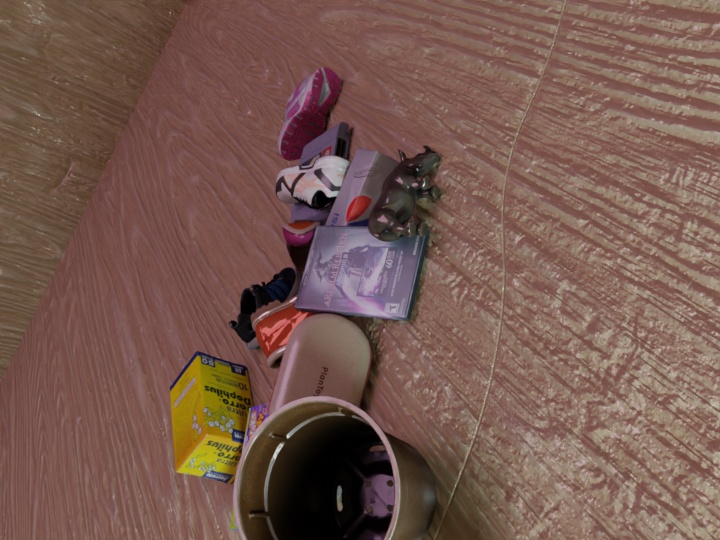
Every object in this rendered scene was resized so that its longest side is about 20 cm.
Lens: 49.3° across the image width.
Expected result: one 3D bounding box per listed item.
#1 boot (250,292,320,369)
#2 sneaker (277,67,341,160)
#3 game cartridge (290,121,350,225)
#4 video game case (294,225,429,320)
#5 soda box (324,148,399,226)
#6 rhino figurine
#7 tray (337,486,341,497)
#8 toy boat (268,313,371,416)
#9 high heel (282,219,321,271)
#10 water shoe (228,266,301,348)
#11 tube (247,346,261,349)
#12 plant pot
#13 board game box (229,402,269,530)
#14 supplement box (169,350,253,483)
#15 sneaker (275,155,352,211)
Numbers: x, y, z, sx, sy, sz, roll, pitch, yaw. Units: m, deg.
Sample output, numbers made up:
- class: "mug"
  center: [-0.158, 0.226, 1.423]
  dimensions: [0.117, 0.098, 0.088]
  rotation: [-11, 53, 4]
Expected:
- class: "boot"
  center: [-0.076, 0.083, 1.253]
  dimensions: [0.200, 0.075, 0.107]
  rotation: [-29, 53, 13]
- class: "sneaker"
  center: [-0.113, -0.311, 1.582]
  dimensions: [0.088, 0.081, 0.201]
  rotation: [11, 72, 59]
- class: "game cartridge"
  center: [-0.078, -0.170, 1.477]
  dimensions: [0.133, 0.041, 0.201]
  rotation: [-27, 50, 51]
- class: "video game case"
  center: [0.000, 0.000, 1.194]
  dimensions: [0.199, 0.019, 0.143]
  rotation: [3, 69, 31]
- class: "soda box"
  center: [-0.004, -0.097, 1.294]
  dimensions: [0.068, 0.063, 0.201]
  rotation: [25, 92, 58]
- class: "rhino figurine"
  center: [0.069, -0.122, 1.182]
  dimensions: [0.087, 0.060, 0.200]
  rotation: [-1, 51, 30]
- class: "tray"
  center: [-0.054, 0.263, 1.046]
  dimensions: [0.022, 0.200, 0.108]
  rotation: [15, 83, 27]
- class: "toy boat"
  center: [-0.060, 0.166, 1.186]
  dimensions: [0.131, 0.130, 0.201]
  rotation: [124, 162, -78]
- class: "high heel"
  center: [-0.096, -0.036, 1.343]
  dimensions: [0.200, 0.067, 0.097]
  rotation: [-87, -5, -83]
- class: "water shoe"
  center: [-0.165, 0.046, 1.380]
  dimensions: [0.071, 0.079, 0.200]
  rotation: [-34, 23, 35]
- class: "tube"
  center: [-0.147, 0.115, 1.393]
  dimensions: [0.200, 0.050, 0.078]
  rotation: [4, 59, 60]
- class: "plant pot"
  center: [-0.012, 0.260, 0.916]
  dimensions: [0.199, 0.198, 0.201]
  rotation: [-7, 72, 22]
- class: "board game box"
  center: [-0.142, 0.314, 1.258]
  dimensions: [0.134, 0.045, 0.201]
  rotation: [-24, 52, 47]
- class: "supplement box"
  center: [-0.265, 0.263, 1.412]
  dimensions: [0.110, 0.109, 0.200]
  rotation: [-50, 36, 25]
- class: "sneaker"
  center: [-0.092, -0.142, 1.380]
  dimensions: [0.200, 0.074, 0.080]
  rotation: [-12, 63, 52]
